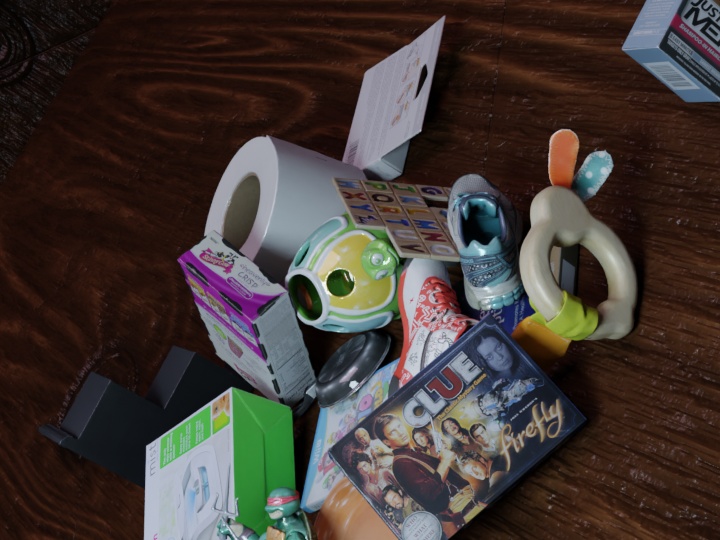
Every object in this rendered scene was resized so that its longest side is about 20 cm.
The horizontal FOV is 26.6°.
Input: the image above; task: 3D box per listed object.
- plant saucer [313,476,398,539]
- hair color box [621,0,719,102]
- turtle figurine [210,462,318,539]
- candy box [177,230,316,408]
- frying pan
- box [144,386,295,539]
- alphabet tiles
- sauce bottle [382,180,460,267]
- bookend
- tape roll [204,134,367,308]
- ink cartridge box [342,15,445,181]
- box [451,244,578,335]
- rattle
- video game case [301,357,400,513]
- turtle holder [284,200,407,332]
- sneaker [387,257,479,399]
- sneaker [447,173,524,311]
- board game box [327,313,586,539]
[{"bbox_3d":[0.009,0.295,1.471,0.200,0.037,0.201,-23,62,56],"label":"plant saucer"},{"bbox_3d":[0.351,-0.277,1.505,0.061,0.099,0.200,10,70,61],"label":"hair color box"},{"bbox_3d":[-0.083,0.289,1.497,0.150,0.100,0.201,-177,79,-77],"label":"turtle figurine"},{"bbox_3d":[-0.129,0.062,1.782,0.061,0.200,0.136,-40,58,-19],"label":"candy box"},{"bbox_3d":[-0.034,0.122,1.776,0.190,0.031,0.115,-26,24,48],"label":"frying pan"},{"bbox_3d":[-0.161,0.267,1.748,0.176,0.097,0.200,-34,46,36],"label":"box"},{"bbox_3d":[0.068,-0.056,1.677,0.200,0.167,0.008,-116,34,-61],"label":"alphabet tiles"},{"bbox_3d":[0.067,-0.051,1.774,0.065,0.065,0.200,-55,28,5],"label":"sauce bottle"},{"bbox_3d":[-0.268,0.170,1.941,0.092,0.200,0.199,10,70,61],"label":"bookend"},{"bbox_3d":[-0.093,-0.053,1.912,0.203,0.139,0.203,-40,41,46],"label":"tape roll"},{"bbox_3d":[0.054,-0.211,1.985,0.176,0.045,0.200,-28,39,46],"label":"ink cartridge box"},{"bbox_3d":[0.142,0.045,1.583,0.200,0.032,0.121,-33,36,41],"label":"box"},{"bbox_3d":[0.185,-0.014,1.466,0.143,0.130,0.200,116,145,-63],"label":"rattle"},{"bbox_3d":[0.009,0.173,1.667,0.200,0.018,0.143,-33,36,44],"label":"video game case"},{"bbox_3d":[0.000,0.009,1.710,0.132,0.141,0.185,-25,27,-30],"label":"turtle holder"},{"bbox_3d":[0.090,0.054,1.554,0.108,0.067,0.202,-27,44,45],"label":"sneaker"},{"bbox_3d":[0.128,-0.052,1.559,0.077,0.086,0.200,-14,37,3],"label":"sneaker"},{"bbox_3d":[0.088,0.154,1.394,0.200,0.136,0.035,-40,-17,-7],"label":"board game box"}]
